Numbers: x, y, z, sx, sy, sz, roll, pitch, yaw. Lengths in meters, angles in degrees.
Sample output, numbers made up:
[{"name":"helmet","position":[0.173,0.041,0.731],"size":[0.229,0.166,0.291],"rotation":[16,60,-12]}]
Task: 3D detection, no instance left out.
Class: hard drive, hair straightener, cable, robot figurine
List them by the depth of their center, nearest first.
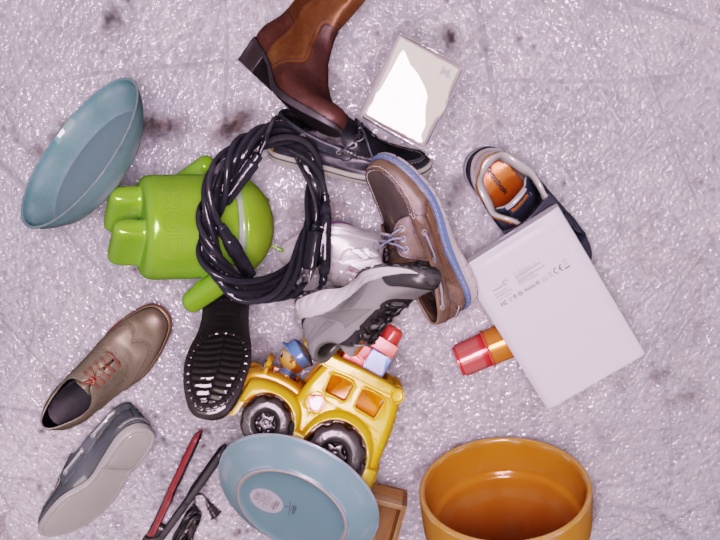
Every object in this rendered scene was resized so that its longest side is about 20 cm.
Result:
[{"name":"cable","position":[-0.104,-0.067,1.031],"size":[0.160,0.051,0.205],"rotation":[-1,94,-29]},{"name":"robot figurine","position":[-0.187,-0.050,1.074],"size":[0.196,0.116,0.178],"rotation":[-2,59,-24]},{"name":"hard drive","position":[0.220,0.044,1.085],"size":[0.131,0.027,0.202],"rotation":[-31,101,13]},{"name":"hair straightener","position":[-0.213,0.301,1.173],"size":[0.076,0.041,0.203],"rotation":[27,96,-3]}]

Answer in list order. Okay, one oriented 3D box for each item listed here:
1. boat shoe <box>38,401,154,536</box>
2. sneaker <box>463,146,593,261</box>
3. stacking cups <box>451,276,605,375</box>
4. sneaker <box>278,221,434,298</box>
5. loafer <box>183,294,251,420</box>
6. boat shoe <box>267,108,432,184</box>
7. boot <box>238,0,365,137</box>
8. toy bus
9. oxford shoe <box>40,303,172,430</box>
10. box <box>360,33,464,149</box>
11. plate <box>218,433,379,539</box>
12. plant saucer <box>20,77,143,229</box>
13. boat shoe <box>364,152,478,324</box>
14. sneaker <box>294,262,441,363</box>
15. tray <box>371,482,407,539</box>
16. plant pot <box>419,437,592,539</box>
[{"name":"boat shoe","position":[-0.331,0.246,1.167],"size":[0.200,0.072,0.062],"rotation":[-48,52,12]},{"name":"sneaker","position":[0.199,-0.063,1.109],"size":[0.199,0.079,0.079],"rotation":[42,95,-6]},{"name":"stacking cups","position":[0.206,0.068,1.141],"size":[0.197,0.061,0.061],"rotation":[-22,97,8]},{"name":"sneaker","position":[0.000,0.000,1.104],"size":[0.196,0.075,0.102],"rotation":[4,69,0]},{"name":"loafer","position":[-0.156,0.093,1.084],"size":[0.071,0.202,0.072],"rotation":[6,137,-1]},{"name":"boat shoe","position":[-0.012,-0.145,1.098],"size":[0.196,0.075,0.063],"rotation":[12,118,4]},{"name":"boot","position":[-0.024,-0.266,1.057],"size":[0.201,0.188,0.068],"rotation":[-48,137,5]},{"name":"toy bus","position":[-0.040,0.131,1.107],"size":[0.197,0.136,0.195],"rotation":[26,93,-1]},{"name":"oxford shoe","position":[-0.303,0.123,1.133],"size":[0.070,0.075,0.200],"rotation":[43,95,-4]},{"name":"box","position":[0.053,-0.191,1.030],"size":[0.077,0.200,0.096],"rotation":[27,97,-3]},{"name":"plate","position":[-0.075,0.264,1.067],"size":[0.196,0.026,0.203],"rotation":[12,131,13]},{"name":"plant saucer","position":[-0.304,-0.124,1.061],"size":[0.200,0.200,0.036],"rotation":[-47,127,6]},{"name":"boat shoe","position":[0.059,-0.033,1.042],"size":[0.072,0.072,0.202],"rotation":[-39,101,-34]},{"name":"sneaker","position":[0.012,0.043,1.004],"size":[0.198,0.073,0.081],"rotation":[-26,69,41]},{"name":"tray","position":[-0.012,0.347,1.155],"size":[0.097,0.037,0.203],"rotation":[13,113,-1]},{"name":"plant pot","position":[0.174,0.330,1.112],"size":[0.196,0.201,0.187],"rotation":[-7,113,1]}]
